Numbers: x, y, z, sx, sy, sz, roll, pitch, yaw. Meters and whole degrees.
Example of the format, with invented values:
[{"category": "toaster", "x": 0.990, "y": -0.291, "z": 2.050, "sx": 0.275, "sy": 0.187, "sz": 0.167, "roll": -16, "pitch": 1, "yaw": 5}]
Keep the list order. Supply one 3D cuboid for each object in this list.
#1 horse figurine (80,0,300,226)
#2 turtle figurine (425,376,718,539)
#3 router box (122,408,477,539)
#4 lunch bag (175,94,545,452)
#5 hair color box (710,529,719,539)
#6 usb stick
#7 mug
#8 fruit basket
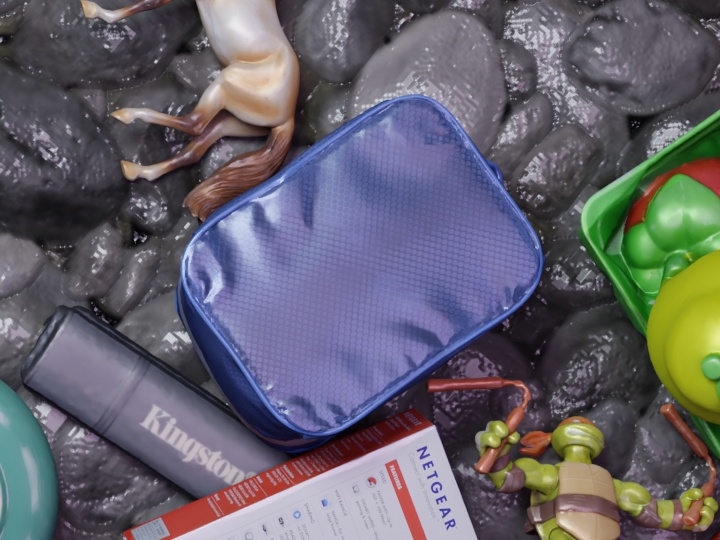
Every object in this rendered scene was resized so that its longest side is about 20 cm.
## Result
[{"category": "horse figurine", "x": -0.083, "y": -0.126, "z": 1.294, "sx": 0.132, "sy": 0.050, "sz": 0.201, "roll": -14, "pitch": 90, "yaw": -7}, {"category": "turtle figurine", "x": 0.116, "y": 0.142, "z": 1.307, "sx": 0.199, "sy": 0.064, "sz": 0.162, "roll": 19, "pitch": 53, "yaw": -26}, {"category": "router box", "x": -0.011, "y": 0.204, "z": 1.275, "sx": 0.179, "sy": 0.049, "sz": 0.201, "roll": -22, "pitch": 103, "yaw": -9}, {"category": "lunch bag", "x": 0.000, "y": 0.000, "z": 1.264, "sx": 0.200, "sy": 0.132, "sz": 0.136, "roll": -33, "pitch": 88, "yaw": -11}, {"category": "hair color box", "x": 0.196, "y": 0.242, "z": 1.334, "sx": 0.200, "sy": 0.061, "sz": 0.102, "roll": -44, "pitch": 97, "yaw": -9}, {"category": "usb stick", "x": -0.098, "y": 0.092, "z": 1.290, "sx": 0.200, "sy": 0.033, "sz": 0.056, "roll": 35, "pitch": 81, "yaw": -9}, {"category": "mug", "x": -0.224, "y": 0.131, "z": 1.219, "sx": 0.152, "sy": 0.114, "sz": 0.185, "roll": -42, "pitch": 96, "yaw": -11}, {"category": "fruit basket", "x": 0.215, "y": 0.021, "z": 1.276, "sx": 0.155, "sy": 0.216, "sz": 0.216, "roll": -33, "pitch": 95, "yaw": -11}]
